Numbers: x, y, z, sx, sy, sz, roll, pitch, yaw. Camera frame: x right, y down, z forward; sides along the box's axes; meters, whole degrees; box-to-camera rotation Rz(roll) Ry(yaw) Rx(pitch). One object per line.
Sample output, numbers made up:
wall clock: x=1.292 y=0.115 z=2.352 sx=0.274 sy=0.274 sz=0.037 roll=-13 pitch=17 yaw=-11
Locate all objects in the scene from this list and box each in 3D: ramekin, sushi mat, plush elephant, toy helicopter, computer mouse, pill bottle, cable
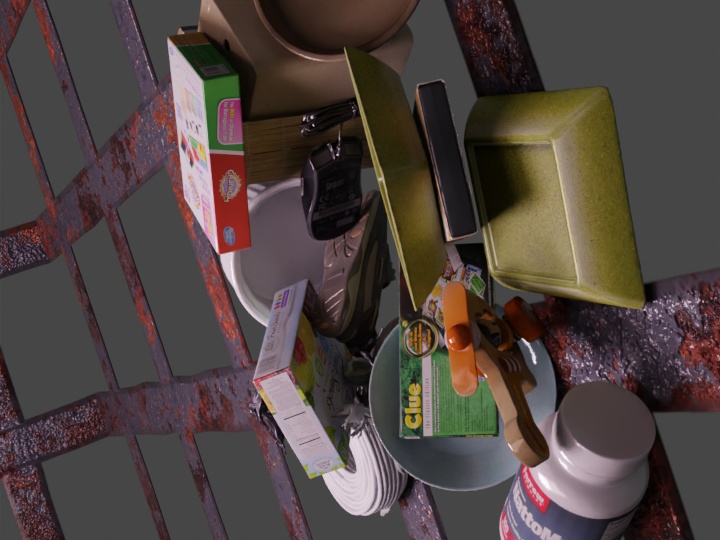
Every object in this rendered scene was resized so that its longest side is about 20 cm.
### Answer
ramekin: x=-0.082 y=-0.029 z=1.415 sx=0.098 sy=0.198 sz=0.203 roll=29 pitch=132 yaw=62
sushi mat: x=-0.050 y=-0.143 z=1.273 sx=0.096 sy=0.197 sz=0.012 roll=100 pitch=154 yaw=-45
plush elephant: x=0.060 y=0.141 z=1.302 sx=0.155 sy=0.198 sz=0.166 roll=99 pitch=145 yaw=-79
toy helicopter: x=0.127 y=0.094 z=1.051 sx=0.079 sy=0.132 sz=0.201 roll=-37 pitch=43 yaw=20
computer mouse: x=-0.010 y=-0.129 z=1.271 sx=0.046 sy=0.139 sz=0.201 roll=52 pitch=156 yaw=35
pill bottle: x=0.211 y=0.205 z=1.088 sx=0.120 sy=0.118 sz=0.202 roll=51 pitch=147 yaw=34
cable: x=-0.007 y=0.242 z=1.580 sx=0.202 sy=0.069 sz=0.200 roll=61 pitch=152 yaw=19

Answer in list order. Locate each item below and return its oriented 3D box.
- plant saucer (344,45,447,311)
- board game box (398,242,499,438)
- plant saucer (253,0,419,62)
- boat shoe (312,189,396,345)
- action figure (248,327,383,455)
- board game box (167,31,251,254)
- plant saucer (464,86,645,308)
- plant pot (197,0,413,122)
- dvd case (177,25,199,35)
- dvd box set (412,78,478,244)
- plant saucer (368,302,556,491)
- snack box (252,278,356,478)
plant saucer: x=0.041 y=-0.098 z=1.133 sx=0.201 sy=0.047 sz=0.202 roll=73 pitch=-179 yaw=-49
board game box: x=0.091 y=0.073 z=1.179 sx=0.023 sy=0.103 sz=0.203 roll=53 pitch=-144 yaw=-73
plant saucer: x=-0.020 y=-0.314 z=1.165 sx=0.202 sy=0.199 sz=0.029 roll=64 pitch=-163 yaw=12
boat shoe: x=0.000 y=0.000 z=1.337 sx=0.074 sy=0.073 sz=0.202 roll=-16 pitch=49 yaw=47
action figure: x=-0.047 y=0.150 z=1.478 sx=0.119 sy=0.199 sz=0.103 roll=35 pitch=152 yaw=46
board game box: x=-0.168 y=-0.143 z=1.245 sx=0.153 sy=0.040 sz=0.202 roll=-129 pitch=32 yaw=-53
plant saucer: x=0.167 y=-0.063 z=1.059 sx=0.199 sy=0.047 sz=0.202 roll=10 pitch=115 yaw=61
plant pot: x=-0.083 y=-0.246 z=1.290 sx=0.201 sy=0.175 sz=0.201 roll=58 pitch=151 yaw=25
dvd case: x=-0.120 y=-0.236 z=1.397 sx=0.201 sy=0.147 sz=0.016 roll=58 pitch=141 yaw=24
dvd box set: x=0.082 y=-0.102 z=1.121 sx=0.200 sy=0.029 sz=0.148 roll=21 pitch=-124 yaw=-88
plant saucer: x=0.108 y=0.131 z=1.194 sx=0.203 sy=0.199 sz=0.039 roll=62 pitch=-177 yaw=17
snack box: x=-0.059 y=0.121 z=1.299 sx=0.201 sy=0.052 sz=0.143 roll=-82 pitch=-31 yaw=-62
